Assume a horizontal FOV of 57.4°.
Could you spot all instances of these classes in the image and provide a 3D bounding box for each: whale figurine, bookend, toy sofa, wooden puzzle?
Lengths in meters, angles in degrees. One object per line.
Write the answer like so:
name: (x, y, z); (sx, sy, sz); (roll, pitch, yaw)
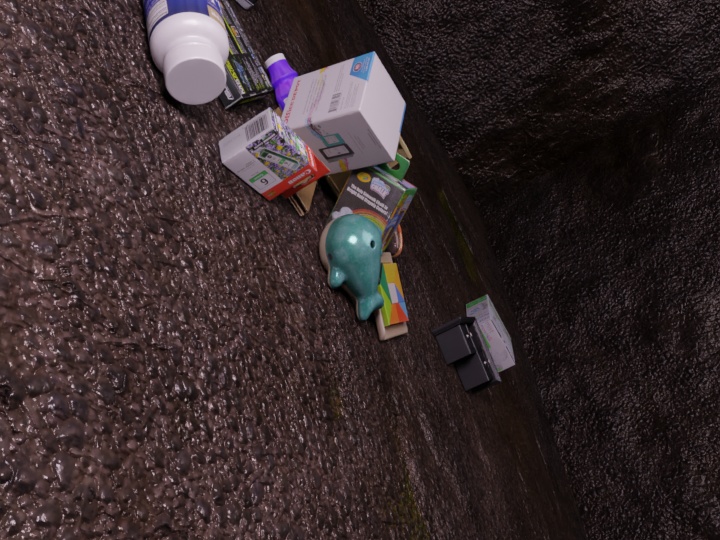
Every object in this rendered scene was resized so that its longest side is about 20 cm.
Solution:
whale figurine: (0.002, -0.009, 1.264); (0.158, 0.102, 0.206); (-31, 105, -43)
bookend: (0.298, 0.239, 1.832); (0.199, 0.090, 0.204); (12, 55, -67)
toy sofa: (0.012, -0.243, 1.480); (0.084, 0.197, 0.098); (52, 6, -22)
wooden puzzle: (0.061, 0.050, 1.443); (0.199, 0.036, 0.191); (1, 76, -72)

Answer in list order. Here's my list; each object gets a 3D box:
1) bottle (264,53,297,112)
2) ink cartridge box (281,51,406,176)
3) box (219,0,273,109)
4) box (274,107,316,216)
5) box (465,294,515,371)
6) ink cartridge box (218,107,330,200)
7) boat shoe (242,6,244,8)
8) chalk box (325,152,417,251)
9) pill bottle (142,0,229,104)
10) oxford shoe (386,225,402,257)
bottle: (-0.142, -0.364, 1.419); (0.205, 0.064, 0.083); (64, 19, -1)
ink cartridge box: (-0.035, -0.299, 1.289); (0.146, 0.195, 0.151); (45, 49, -45)
box: (-0.249, -0.406, 1.207); (0.204, 0.047, 0.194); (62, 20, -13)
box: (-0.140, -0.220, 1.302); (0.165, 0.021, 0.202); (57, 20, -24)
box: (0.455, 0.221, 2.298); (0.203, 0.095, 0.178); (58, 19, -20)
ink cartridge box: (-0.136, -0.176, 1.114); (0.199, 0.107, 0.052); (39, 29, -53)
boat shoe: (-0.269, -0.630, 1.407); (0.198, 0.067, 0.075); (21, 45, -65)
chalk box: (0.035, -0.153, 1.379); (0.123, 0.204, 0.124); (32, 14, 10)
pill bottle: (-0.260, -0.357, 0.987); (0.119, 0.117, 0.205); (33, 35, -57)
oxford shoe: (0.046, -0.123, 1.664); (0.072, 0.071, 0.204); (5, 55, -46)
